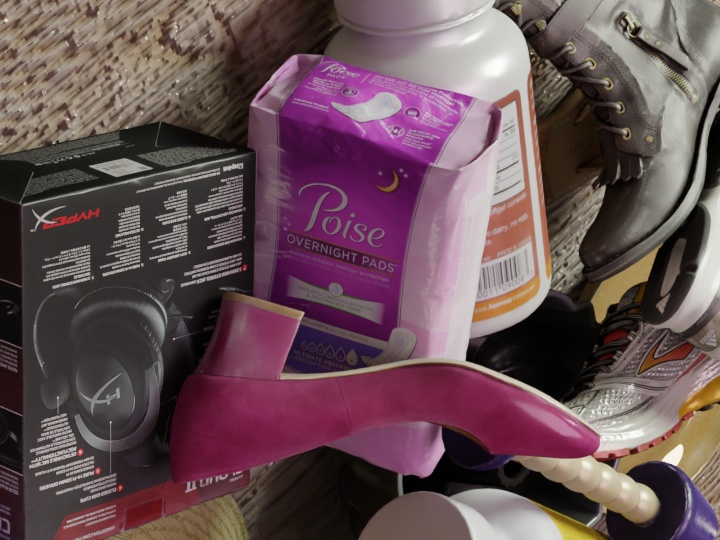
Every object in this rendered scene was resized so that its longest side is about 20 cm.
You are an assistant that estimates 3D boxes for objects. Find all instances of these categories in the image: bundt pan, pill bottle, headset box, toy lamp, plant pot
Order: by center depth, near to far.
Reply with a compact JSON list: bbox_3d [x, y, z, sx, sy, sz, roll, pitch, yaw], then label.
[{"bbox_3d":[-0.128,0.041,1.194,0.149,0.077,0.200,-17,117,-43],"label":"headset box"},{"bbox_3d":[0.122,0.110,1.301,0.200,0.058,0.058,32,80,-42],"label":"toy lamp"},{"bbox_3d":[0.038,-0.072,1.305,0.112,0.112,0.200,-30,124,-37],"label":"pill bottle"},{"bbox_3d":[0.084,0.182,1.334,0.200,0.112,0.112,28,83,-48],"label":"pill bottle"},{"bbox_3d":[0.063,0.099,1.420,0.202,0.076,0.202,-20,119,-42],"label":"bundt pan"},{"bbox_3d":[0.184,0.059,1.575,0.200,0.027,0.200,-19,117,-43],"label":"plant pot"}]

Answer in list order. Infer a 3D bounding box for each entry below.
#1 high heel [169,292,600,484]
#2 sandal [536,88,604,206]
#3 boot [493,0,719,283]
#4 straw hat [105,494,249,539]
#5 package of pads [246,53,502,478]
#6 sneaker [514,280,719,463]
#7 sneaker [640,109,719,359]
[{"bbox_3d":[0.011,0.083,1.180,0.200,0.067,0.096,18,82,-6],"label":"high heel"},{"bbox_3d":[0.156,-0.082,1.459,0.212,0.070,0.078,-34,127,-35],"label":"sandal"},{"bbox_3d":[0.125,-0.113,1.385,0.174,0.069,0.200,35,71,-16],"label":"boot"},{"bbox_3d":[-0.095,0.204,1.283,0.201,0.085,0.201,-19,118,-41],"label":"straw hat"},{"bbox_3d":[0.000,0.000,1.248,0.076,0.120,0.200,-55,157,-54],"label":"package of pads"},{"bbox_3d":[0.153,0.054,1.403,0.200,0.078,0.082,-27,99,-36],"label":"sneaker"},{"bbox_3d":[0.235,-0.015,1.406,0.115,0.076,0.201,33,50,-12],"label":"sneaker"}]
